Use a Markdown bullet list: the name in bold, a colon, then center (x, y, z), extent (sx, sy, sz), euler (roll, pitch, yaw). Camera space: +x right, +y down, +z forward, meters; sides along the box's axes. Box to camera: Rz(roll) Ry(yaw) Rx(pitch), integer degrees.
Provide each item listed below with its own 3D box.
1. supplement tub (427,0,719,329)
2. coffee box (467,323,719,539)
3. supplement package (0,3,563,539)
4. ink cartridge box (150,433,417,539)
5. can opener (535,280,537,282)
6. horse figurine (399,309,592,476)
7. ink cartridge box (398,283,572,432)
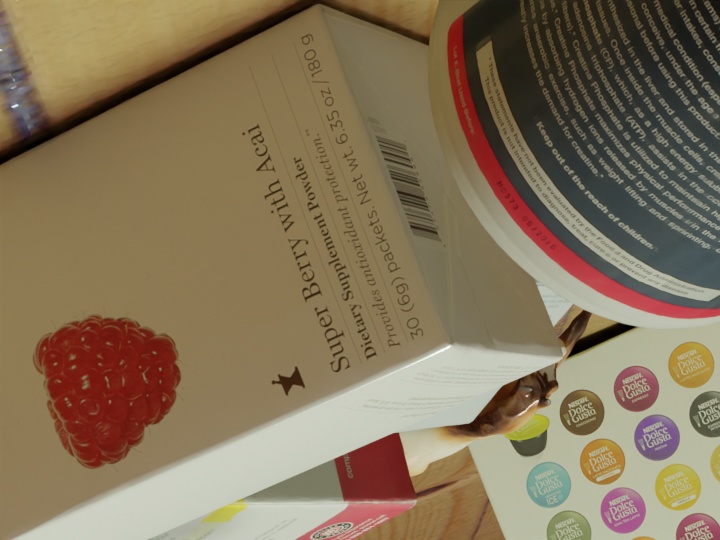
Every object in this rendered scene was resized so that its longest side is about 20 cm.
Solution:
- **supplement tub**: center (0.123, -0.078, 0.743), extent (0.140, 0.141, 0.200), euler (-13, 167, -36)
- **coffee box**: center (0.206, 0.144, 1.797), extent (0.199, 0.198, 0.200), euler (-24, 170, 12)
- **supplement package**: center (-0.056, 0.013, 0.897), extent (0.200, 0.121, 0.120), euler (-25, 168, 19)
- **ink cartridge box**: center (-0.099, 0.096, 1.234), extent (0.200, 0.084, 0.145), euler (4, 155, -41)
- **can opener**: center (0.125, -0.040, 1.062), extent (0.200, 0.053, 0.067), euler (-22, 149, -39)
- **horse figurine**: center (0.041, 0.055, 1.315), extent (0.200, 0.050, 0.133), euler (-20, -151, 38)
- **ink cartridge box**: center (0.048, -0.011, 1.114), extent (0.200, 0.043, 0.196), euler (-52, 157, 20)
